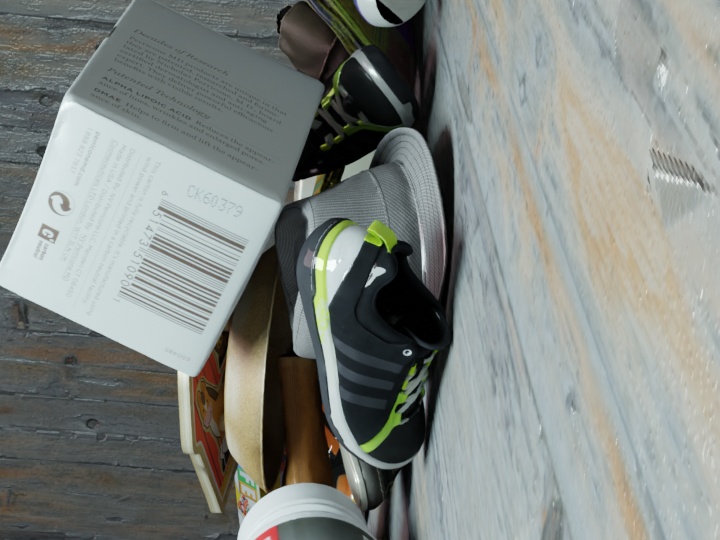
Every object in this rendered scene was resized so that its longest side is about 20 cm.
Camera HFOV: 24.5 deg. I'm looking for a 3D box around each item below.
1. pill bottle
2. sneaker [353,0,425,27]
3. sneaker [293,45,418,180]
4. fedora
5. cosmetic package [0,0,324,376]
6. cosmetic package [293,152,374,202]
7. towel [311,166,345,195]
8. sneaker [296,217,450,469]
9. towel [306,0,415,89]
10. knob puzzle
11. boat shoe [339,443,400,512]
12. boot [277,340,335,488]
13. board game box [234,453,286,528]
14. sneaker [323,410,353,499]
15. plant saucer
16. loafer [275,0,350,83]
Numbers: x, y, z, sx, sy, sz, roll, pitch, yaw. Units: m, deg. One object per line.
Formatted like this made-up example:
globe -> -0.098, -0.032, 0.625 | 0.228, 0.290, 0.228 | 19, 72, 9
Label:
pill bottle -> -0.029, 0.231, 1.092 | 0.200, 0.113, 0.115 | -110, 25, -65
sneaker -> -0.013, -0.269, 1.310 | 0.080, 0.146, 0.202 | 34, -122, -45
sneaker -> -0.018, -0.111, 1.323 | 0.072, 0.083, 0.200 | 51, 160, 0
fedora -> -0.010, -0.004, 1.168 | 0.200, 0.089, 0.178 | 116, 149, -62
cosmetic package -> -0.142, -0.067, 1.214 | 0.166, 0.164, 0.200 | -61, 7, 29
cosmetic package -> -0.024, -0.067, 1.664 | 0.103, 0.086, 0.202 | -116, 31, -83
towel -> -0.022, -0.130, 1.502 | 0.086, 0.018, 0.201 | 126, 161, -52
sneaker -> 0.019, 0.055, 1.060 | 0.072, 0.082, 0.201 | -52, -43, -37
towel -> -0.004, -0.233, 1.408 | 0.023, 0.144, 0.201 | -34, 25, 20
knob puzzle -> -0.106, 0.071, 1.370 | 0.220, 0.030, 0.222 | 4, -90, -75
boat shoe -> 0.009, 0.119, 1.264 | 0.200, 0.056, 0.067 | -111, 10, -71
boot -> -0.048, 0.156, 1.337 | 0.188, 0.068, 0.202 | -6, -91, -84
board game box -> -0.065, 0.166, 1.594 | 0.134, 0.034, 0.201 | -38, -41, -37
sneaker -> -0.033, 0.134, 1.522 | 0.070, 0.089, 0.202 | 129, 145, -82
plant saucer -> -0.078, 0.072, 1.301 | 0.200, 0.035, 0.202 | 4, -90, -86
loafer -> -0.042, -0.201, 1.493 | 0.073, 0.071, 0.200 | -62, 17, 5
